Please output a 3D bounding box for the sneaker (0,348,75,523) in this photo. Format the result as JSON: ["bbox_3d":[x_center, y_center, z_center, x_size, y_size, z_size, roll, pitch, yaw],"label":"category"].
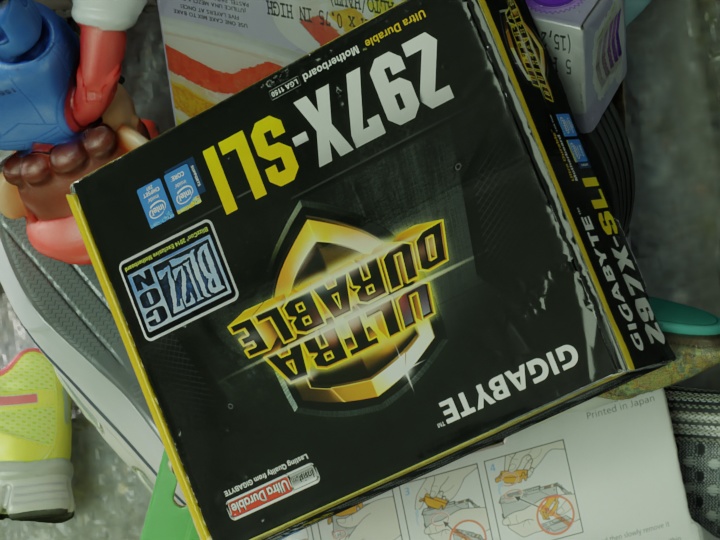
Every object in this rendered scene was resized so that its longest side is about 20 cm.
[{"bbox_3d":[-0.215,0.060,1.348,0.199,0.078,0.091,7,88,18],"label":"sneaker"}]

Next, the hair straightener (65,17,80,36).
[{"bbox_3d":[-0.129,-0.150,1.318,0.077,0.041,0.201,16,106,41],"label":"hair straightener"}]

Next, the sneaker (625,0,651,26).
[{"bbox_3d":[0.038,-0.155,1.213,0.200,0.079,0.131,40,106,18],"label":"sneaker"}]

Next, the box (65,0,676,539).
[{"bbox_3d":[0.000,0.000,1.112,0.199,0.049,0.161,-26,81,29],"label":"box"}]

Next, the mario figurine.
[{"bbox_3d":[-0.139,-0.087,1.218,0.123,0.200,0.106,21,66,42],"label":"mario figurine"}]

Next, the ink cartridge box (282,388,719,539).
[{"bbox_3d":[0.047,0.131,1.176,0.199,0.045,0.177,-16,70,16],"label":"ink cartridge box"}]

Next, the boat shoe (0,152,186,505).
[{"bbox_3d":[-0.108,0.041,1.293,0.201,0.073,0.067,56,150,13],"label":"boat shoe"}]

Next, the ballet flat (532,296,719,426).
[{"bbox_3d":[0.050,0.025,1.151,0.199,0.071,0.071,17,100,24],"label":"ballet flat"}]

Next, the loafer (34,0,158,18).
[{"bbox_3d":[-0.099,-0.142,1.238,0.199,0.070,0.070,-10,103,-3],"label":"loafer"}]

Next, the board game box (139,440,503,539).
[{"bbox_3d":[0.013,0.104,1.227,0.199,0.030,0.096,15,100,-3],"label":"board game box"}]

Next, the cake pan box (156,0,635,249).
[{"bbox_3d":[0.019,-0.053,1.193,0.199,0.052,0.185,14,134,21],"label":"cake pan box"}]

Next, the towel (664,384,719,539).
[{"bbox_3d":[0.147,0.149,1.183,0.191,0.035,0.202,6,98,12],"label":"towel"}]
